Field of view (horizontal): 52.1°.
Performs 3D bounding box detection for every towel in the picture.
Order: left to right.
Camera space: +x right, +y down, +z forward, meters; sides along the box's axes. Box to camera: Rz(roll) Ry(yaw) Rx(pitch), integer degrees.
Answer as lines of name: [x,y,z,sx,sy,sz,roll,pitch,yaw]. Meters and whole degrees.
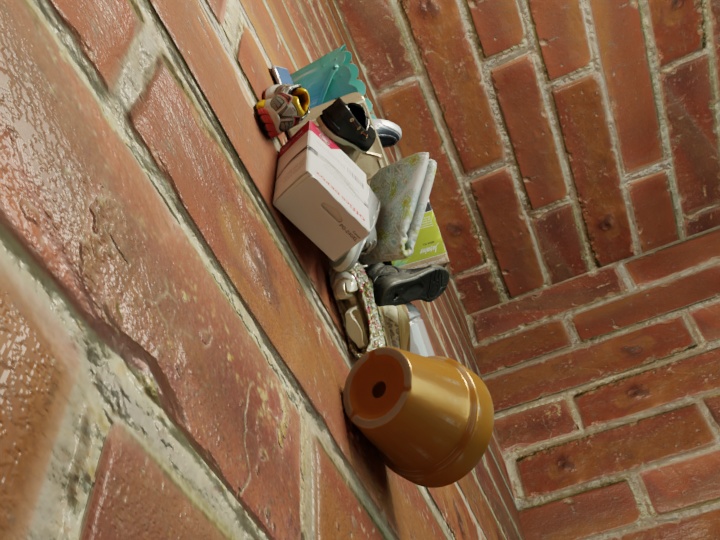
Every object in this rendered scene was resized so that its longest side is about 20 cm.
towel: [0.054,-0.108,1.331,0.048,0.171,0.202,25,72,-26]

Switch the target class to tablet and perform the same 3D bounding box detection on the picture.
tablet: [-0.127,-0.310,1.473,0.130,0.014,0.202,-63,133,-76]

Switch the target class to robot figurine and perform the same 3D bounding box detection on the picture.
robot figurine: [0.076,0.142,1.399,0.169,0.112,0.202,-10,80,-64]

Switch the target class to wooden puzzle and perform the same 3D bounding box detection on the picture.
wooden puzzle: [-0.041,-0.222,1.415,0.046,0.184,0.202,-11,-75,60]

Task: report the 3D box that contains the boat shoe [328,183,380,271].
boat shoe: [0.001,-0.068,1.261,0.071,0.070,0.202,38,43,-26]

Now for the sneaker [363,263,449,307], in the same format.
sneaker: [0.077,0.016,1.387,0.114,0.198,0.077,30,-59,41]

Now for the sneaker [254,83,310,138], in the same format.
sneaker: [-0.120,-0.281,1.264,0.200,0.081,0.078,-89,157,-64]

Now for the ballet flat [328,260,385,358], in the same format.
ballet flat: [-0.010,0.058,1.245,0.064,0.075,0.202,-3,69,-62]

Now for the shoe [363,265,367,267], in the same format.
shoe: [0.000,0.000,1.436,0.070,0.053,0.201,-98,164,-50]

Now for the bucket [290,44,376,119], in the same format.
bucket: [-0.057,-0.372,1.610,0.207,0.134,0.209,-21,90,-79]

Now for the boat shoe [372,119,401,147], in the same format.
boat shoe: [-0.002,-0.259,1.518,0.071,0.198,0.092,131,-46,-56]

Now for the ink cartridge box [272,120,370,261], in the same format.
ink cartridge box: [-0.061,-0.131,1.188,0.145,0.083,0.201,43,23,-25]

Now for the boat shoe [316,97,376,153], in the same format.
boat shoe: [-0.009,-0.260,1.318,0.074,0.063,0.201,53,17,12]

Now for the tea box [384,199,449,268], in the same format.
tea box: [0.099,-0.068,1.711,0.200,0.132,0.199,113,-39,-76]

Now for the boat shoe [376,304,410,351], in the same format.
boat shoe: [0.053,0.161,1.293,0.073,0.062,0.202,175,-86,-82]

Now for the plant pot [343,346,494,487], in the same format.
plant pot: [0.075,0.208,1.126,0.183,0.199,0.201,37,31,-42]
